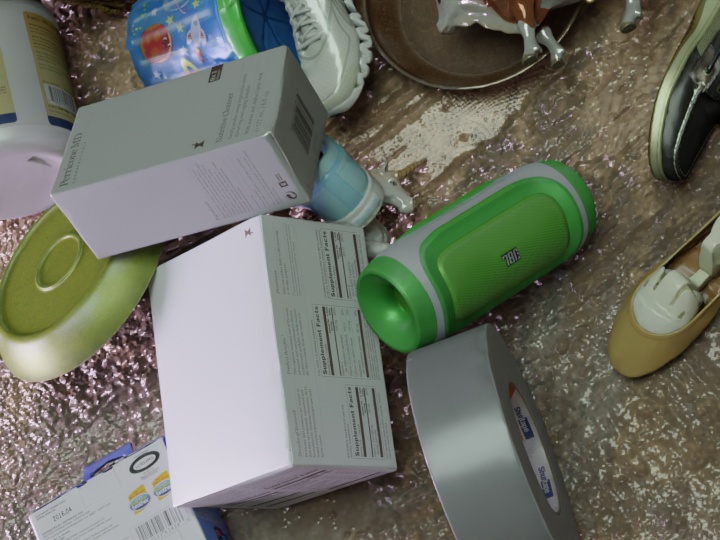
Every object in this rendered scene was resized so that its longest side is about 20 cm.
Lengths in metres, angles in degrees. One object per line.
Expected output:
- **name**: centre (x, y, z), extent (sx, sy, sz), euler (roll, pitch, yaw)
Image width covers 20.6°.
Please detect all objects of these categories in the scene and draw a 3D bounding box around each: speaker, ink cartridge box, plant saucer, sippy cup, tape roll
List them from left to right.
- **plant saucer**: centre (-0.245, -0.001, 1.670), extent (0.200, 0.031, 0.200), euler (-29, 41, 29)
- **ink cartridge box**: centre (-0.179, 0.231, 1.621), extent (0.136, 0.076, 0.200), euler (-30, 66, 6)
- **sippy cup**: centre (-0.130, -0.208, 1.740), extent (0.130, 0.178, 0.140), euler (-14, 104, 25)
- **plant saucer**: centre (0.102, -0.242, 1.716), extent (0.200, 0.037, 0.201), euler (-7, 68, 17)
- **speaker**: centre (0.094, -0.013, 1.564), extent (0.200, 0.089, 0.088), euler (-32, 59, -30)
- **tape roll**: centre (0.102, 0.144, 1.486), extent (0.066, 0.200, 0.201), euler (-20, 66, 10)

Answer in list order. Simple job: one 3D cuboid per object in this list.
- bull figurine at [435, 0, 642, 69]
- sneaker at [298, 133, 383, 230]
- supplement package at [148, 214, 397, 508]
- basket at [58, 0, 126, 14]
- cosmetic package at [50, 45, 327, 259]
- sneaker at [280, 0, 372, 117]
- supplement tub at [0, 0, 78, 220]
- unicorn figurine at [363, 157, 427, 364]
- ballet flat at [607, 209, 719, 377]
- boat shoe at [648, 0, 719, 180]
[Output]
- **bull figurine**: centre (0.156, -0.235, 1.641), extent (0.200, 0.065, 0.122), euler (-29, 68, 10)
- **sneaker**: centre (-0.054, -0.096, 1.654), extent (0.074, 0.082, 0.200), euler (-51, 32, -9)
- **supplement package**: centre (-0.074, 0.077, 1.576), extent (0.156, 0.111, 0.200), euler (-24, 67, 44)
- **basket**: centre (-0.273, -0.338, 1.772), extent (0.149, 0.200, 0.143), euler (-51, 58, 25)
- **cosmetic package**: centre (-0.135, -0.093, 1.575), extent (0.200, 0.081, 0.113), euler (-14, 42, 20)
- **sneaker**: centre (-0.040, -0.228, 1.715), extent (0.075, 0.081, 0.200), euler (-23, 64, 40)
- **supplement tub**: centre (-0.331, -0.161, 1.777), extent (0.144, 0.144, 0.200), euler (-21, 65, 11)
- **unicorn figurine**: centre (0.000, 0.000, 1.641), extent (0.200, 0.074, 0.137), euler (-43, 53, 7)
- **ballet flat**: centre (0.264, -0.001, 1.558), extent (0.200, 0.063, 0.069), euler (-46, 63, -1)
- **boat shoe**: centre (0.292, -0.161, 1.602), extent (0.066, 0.072, 0.201), euler (15, 72, 28)
